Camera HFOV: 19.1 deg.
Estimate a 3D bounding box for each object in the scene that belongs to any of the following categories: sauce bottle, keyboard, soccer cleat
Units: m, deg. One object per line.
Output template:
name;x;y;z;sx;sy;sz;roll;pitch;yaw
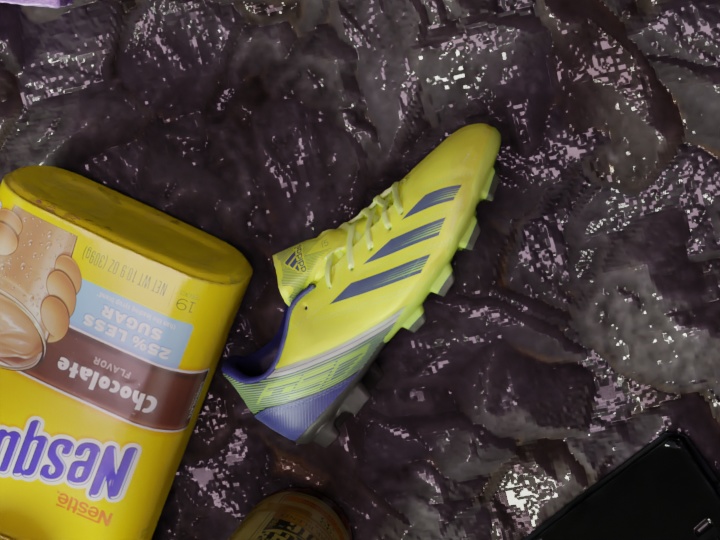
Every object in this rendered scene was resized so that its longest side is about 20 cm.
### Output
sauce bottle;-0.052;0.169;1.081;0.065;0.200;0.067;3;105;11
keyboard;0.124;0.181;1.137;0.200;0.040;0.105;-40;69;20
soccer cleat;0.000;0.001;1.097;0.083;0.065;0.201;35;110;-1

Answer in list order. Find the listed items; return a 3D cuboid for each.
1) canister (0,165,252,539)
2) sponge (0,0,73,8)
canister;-0.155;0.062;1.140;0.147;0.087;0.201;24;106;7
sponge;-0.200;-0.241;1.105;0.110;0.030;0.202;8;105;12
